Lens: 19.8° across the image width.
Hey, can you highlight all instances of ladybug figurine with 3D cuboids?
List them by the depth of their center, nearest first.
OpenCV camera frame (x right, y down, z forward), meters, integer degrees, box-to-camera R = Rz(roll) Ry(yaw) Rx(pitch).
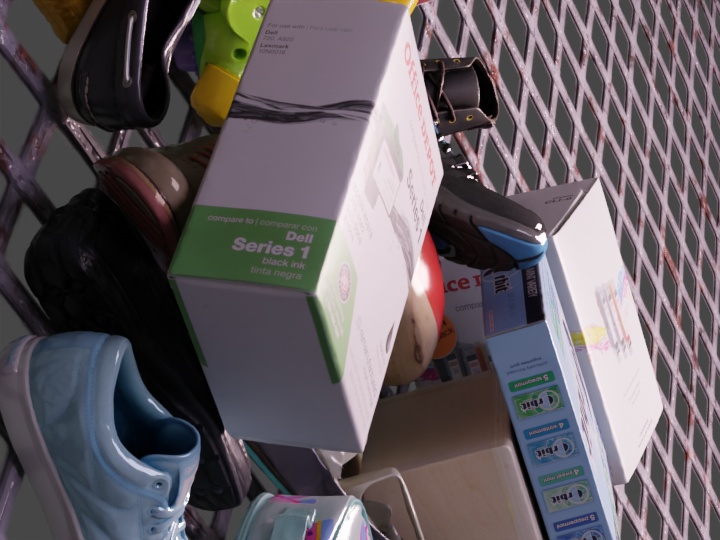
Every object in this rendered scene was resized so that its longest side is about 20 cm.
[{"bbox_3d":[0.000,0.000,1.298,0.072,0.135,0.200,-49,159,-21],"label":"ladybug figurine"}]

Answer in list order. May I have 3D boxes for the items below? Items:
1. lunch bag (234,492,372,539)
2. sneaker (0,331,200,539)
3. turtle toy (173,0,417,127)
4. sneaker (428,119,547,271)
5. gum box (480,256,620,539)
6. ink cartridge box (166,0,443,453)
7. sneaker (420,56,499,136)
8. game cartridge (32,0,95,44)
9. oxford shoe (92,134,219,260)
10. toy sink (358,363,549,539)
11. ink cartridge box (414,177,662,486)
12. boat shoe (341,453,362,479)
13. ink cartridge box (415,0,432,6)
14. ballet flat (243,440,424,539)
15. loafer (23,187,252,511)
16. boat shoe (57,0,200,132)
[{"bbox_3d":[-0.042,0.227,1.164,0.201,0.076,0.161,-71,153,-52],"label":"lunch bag"},{"bbox_3d":[-0.114,0.118,1.067,0.074,0.081,0.201,-69,142,-49],"label":"sneaker"},{"bbox_3d":[-0.065,-0.158,1.263,0.200,0.101,0.146,30,92,-46],"label":"turtle toy"},{"bbox_3d":[0.038,-0.067,1.321,0.082,0.199,0.073,-56,159,-21],"label":"sneaker"},{"bbox_3d":[0.127,0.091,1.373,0.170,0.044,0.201,-86,158,-67],"label":"gum box"},{"bbox_3d":[-0.023,-0.028,1.103,0.147,0.084,0.201,74,27,-51],"label":"ink cartridge box"},{"bbox_3d":[0.021,-0.126,1.451,0.200,0.105,0.075,-8,87,-66],"label":"sneaker"},{"bbox_3d":[-0.188,-0.255,1.139,0.200,0.032,0.177,58,31,-44],"label":"game cartridge"},{"bbox_3d":[-0.094,-0.051,1.123,0.071,0.075,0.200,50,0,1],"label":"oxford shoe"},{"bbox_3d":[0.066,0.151,1.400,0.200,0.111,0.131,-78,152,-71],"label":"toy sink"},{"bbox_3d":[0.125,0.053,1.557,0.145,0.144,0.201,-44,119,-62],"label":"ink cartridge box"},{"bbox_3d":[-0.044,0.047,1.274,0.063,0.073,0.201,-79,151,-48],"label":"boat shoe"},{"bbox_3d":[0.009,-0.288,1.456,0.147,0.082,0.201,-136,-151,-76],"label":"ink cartridge box"},{"bbox_3d":[-0.013,0.130,1.258,0.201,0.073,0.073,54,31,-17],"label":"ballet flat"},{"bbox_3d":[-0.111,0.045,1.124,0.201,0.068,0.071,61,37,-27],"label":"loafer"},{"bbox_3d":[-0.098,-0.167,1.143,0.073,0.062,0.201,34,76,-50],"label":"boat shoe"}]
